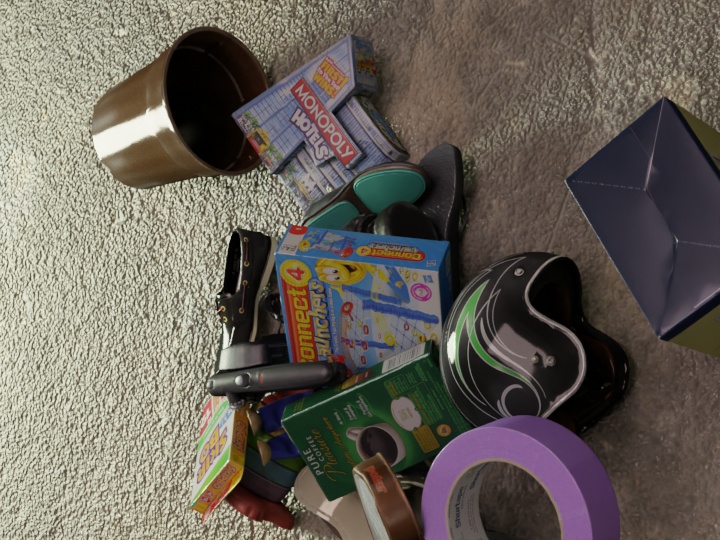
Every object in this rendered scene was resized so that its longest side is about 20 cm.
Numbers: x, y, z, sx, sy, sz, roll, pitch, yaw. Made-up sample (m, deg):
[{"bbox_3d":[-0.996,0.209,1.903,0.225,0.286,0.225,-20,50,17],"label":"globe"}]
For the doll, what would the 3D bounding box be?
[{"bbox_3d":[-0.031,0.178,1.717,0.197,0.049,0.138,-18,66,-7],"label":"doll"}]

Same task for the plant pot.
[{"bbox_3d":[-0.252,-0.207,1.948,0.197,0.199,0.204,-13,72,42],"label":"plant pot"}]

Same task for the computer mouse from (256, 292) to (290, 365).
[{"bbox_3d":[-0.103,0.086,1.801,0.058,0.201,0.035,-4,117,1],"label":"computer mouse"}]

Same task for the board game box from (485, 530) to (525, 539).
[{"bbox_3d":[0.143,0.394,1.556,0.104,0.103,0.203,11,86,36],"label":"board game box"}]

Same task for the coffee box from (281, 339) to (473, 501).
[{"bbox_3d":[0.021,0.172,1.631,0.198,0.044,0.124,-27,109,16],"label":"coffee box"}]

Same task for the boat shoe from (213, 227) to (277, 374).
[{"bbox_3d":[-0.166,0.045,1.886,0.073,0.062,0.205,7,83,62],"label":"boat shoe"}]

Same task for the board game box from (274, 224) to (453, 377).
[{"bbox_3d":[0.009,0.052,1.650,0.193,0.202,0.056,6,38,16],"label":"board game box"}]

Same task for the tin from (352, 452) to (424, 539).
[{"bbox_3d":[0.036,0.280,1.541,0.041,0.201,0.113,-22,46,-7],"label":"tin"}]

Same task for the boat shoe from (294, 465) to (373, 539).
[{"bbox_3d":[0.002,0.306,1.713,0.199,0.059,0.072,35,88,36],"label":"boat shoe"}]

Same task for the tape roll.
[{"bbox_3d":[0.160,0.252,1.440,0.198,0.065,0.204,6,101,35],"label":"tape roll"}]

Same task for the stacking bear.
[{"bbox_3d":[-0.098,0.204,1.787,0.113,0.121,0.202,30,89,32],"label":"stacking bear"}]

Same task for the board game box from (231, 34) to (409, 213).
[{"bbox_3d":[-0.037,-0.191,1.828,0.200,0.061,0.201,-44,69,22],"label":"board game box"}]

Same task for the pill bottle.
[{"bbox_3d":[0.000,0.000,1.727,0.199,0.111,0.113,-35,60,40],"label":"pill bottle"}]

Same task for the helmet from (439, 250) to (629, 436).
[{"bbox_3d":[0.179,0.085,1.547,0.200,0.199,0.191,-47,63,19],"label":"helmet"}]

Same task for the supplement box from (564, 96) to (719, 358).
[{"bbox_3d":[0.344,-0.035,1.436,0.134,0.199,0.202,-39,59,24],"label":"supplement box"}]

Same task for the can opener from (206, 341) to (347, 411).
[{"bbox_3d":[-0.102,0.123,1.661,0.198,0.063,0.080,-5,92,42],"label":"can opener"}]

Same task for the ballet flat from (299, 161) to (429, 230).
[{"bbox_3d":[0.005,-0.095,1.758,0.199,0.073,0.074,-28,64,32],"label":"ballet flat"}]

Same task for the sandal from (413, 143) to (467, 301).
[{"bbox_3d":[0.098,-0.052,1.736,0.075,0.042,0.204,4,92,45],"label":"sandal"}]

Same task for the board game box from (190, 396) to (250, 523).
[{"bbox_3d":[-0.170,0.209,1.755,0.096,0.030,0.201,-50,25,30],"label":"board game box"}]

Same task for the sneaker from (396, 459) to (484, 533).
[{"bbox_3d":[0.051,0.254,1.666,0.199,0.089,0.068,36,103,37],"label":"sneaker"}]
